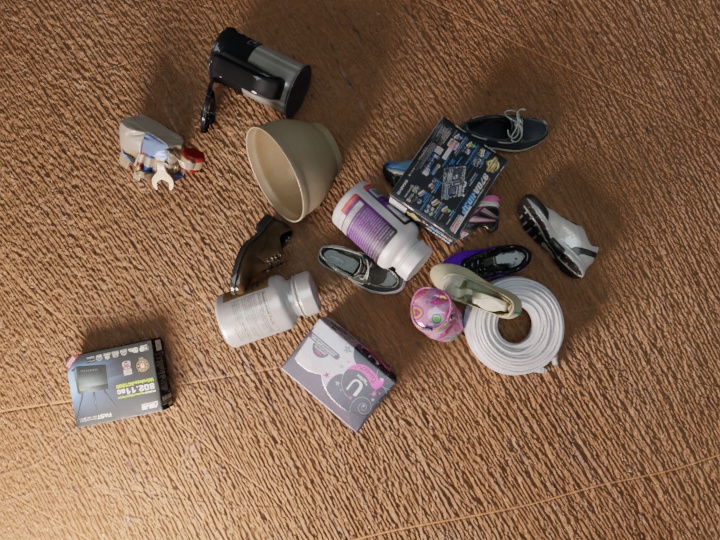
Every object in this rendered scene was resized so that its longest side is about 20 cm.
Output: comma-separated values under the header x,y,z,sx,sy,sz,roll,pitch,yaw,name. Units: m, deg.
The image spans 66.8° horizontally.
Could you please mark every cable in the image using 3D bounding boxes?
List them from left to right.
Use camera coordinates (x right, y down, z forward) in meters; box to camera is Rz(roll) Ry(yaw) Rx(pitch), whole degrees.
x,y,z,sx,sy,sz,roll,pitch,yaw,name
0.312,0.113,1.115,0.197,0.069,0.203,-1,88,4,cable

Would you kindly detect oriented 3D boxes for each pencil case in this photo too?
x,y,z,sx,sy,sz,roll,pitch,yaw,name
0.152,0.089,1.061,0.086,0.200,0.089,-4,75,15,pencil case

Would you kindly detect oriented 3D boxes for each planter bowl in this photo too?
x,y,z,sx,sy,sz,roll,pitch,yaw,name
-0.122,-0.218,1.107,0.134,0.200,0.202,-32,86,-25,planter bowl

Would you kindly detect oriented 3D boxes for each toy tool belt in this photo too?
x,y,z,sx,sy,sz,roll,pitch,yaw,name
-0.427,-0.234,1.163,0.198,0.125,0.124,31,121,7,toy tool belt

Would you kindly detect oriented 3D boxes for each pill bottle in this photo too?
x,y,z,sx,sy,sz,roll,pitch,yaw,name
-0.187,0.074,1.125,0.197,0.114,0.116,-19,87,2,pill bottle
0.047,-0.076,1.105,0.200,0.111,0.112,43,91,13,pill bottle

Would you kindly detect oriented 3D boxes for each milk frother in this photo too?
x,y,z,sx,sy,sz,roll,pitch,yaw,name
-0.232,-0.366,1.148,0.186,0.181,0.201,27,133,4,milk frother

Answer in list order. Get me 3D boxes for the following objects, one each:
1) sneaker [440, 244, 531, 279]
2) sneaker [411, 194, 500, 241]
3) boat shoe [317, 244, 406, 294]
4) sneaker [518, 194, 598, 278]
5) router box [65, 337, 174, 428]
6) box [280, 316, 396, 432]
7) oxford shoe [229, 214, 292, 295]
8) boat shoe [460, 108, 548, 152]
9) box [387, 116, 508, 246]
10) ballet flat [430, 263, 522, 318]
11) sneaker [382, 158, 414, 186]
x,y,z,sx,sy,sz,roll,pitch,yaw,name
0.250,-0.016,1.106,0.197,0.100,0.071,-14,87,6,sneaker
0.196,-0.102,1.127,0.197,0.080,0.088,-8,92,6,sneaker
0.000,0.000,1.137,0.197,0.071,0.073,18,89,3,boat shoe
0.406,-0.081,1.125,0.080,0.074,0.201,-40,91,-13,sneaker
-0.513,0.237,1.164,0.197,0.062,0.152,-12,88,3,router box
-0.039,0.205,1.111,0.199,0.115,0.133,39,91,4,box
-0.198,-0.028,1.110,0.083,0.073,0.201,23,58,7,oxford shoe
0.300,-0.292,1.127,0.197,0.062,0.076,0,78,-6,boat shoe
0.171,-0.176,1.073,0.158,0.046,0.201,34,79,3,box
0.216,0.041,1.063,0.198,0.069,0.070,22,89,25,ballet flat
0.144,-0.218,1.146,0.197,0.078,0.091,-1,74,-4,sneaker
